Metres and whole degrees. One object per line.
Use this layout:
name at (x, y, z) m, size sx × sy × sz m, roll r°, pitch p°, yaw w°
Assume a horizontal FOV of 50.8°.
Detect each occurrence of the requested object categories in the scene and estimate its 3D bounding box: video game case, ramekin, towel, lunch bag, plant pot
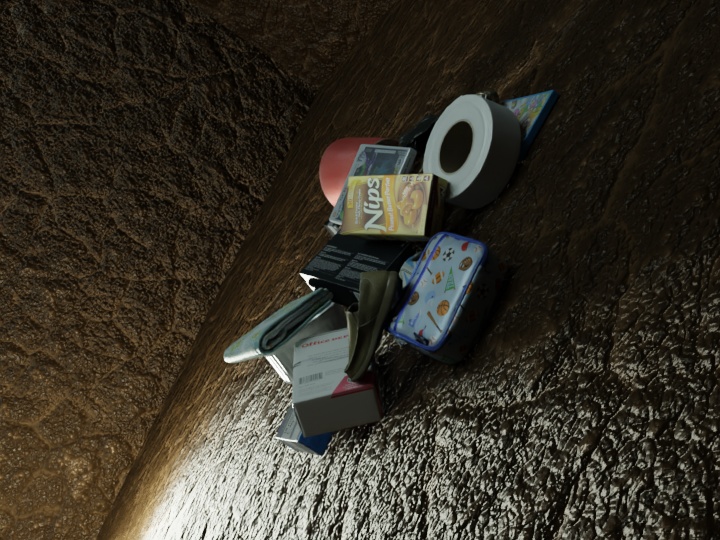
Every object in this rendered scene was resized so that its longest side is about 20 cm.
video game case at (0.021, -0.171, 1.556) m, size 0.200 × 0.023 × 0.182 m, roll 20°, pitch 87°, yaw 58°
ramekin at (-0.105, 0.149, 1.582) m, size 0.200 × 0.098 × 0.200 m, roll -32°, pitch 6°, yaw 4°
towel at (-0.159, 0.112, 1.485) m, size 0.200 × 0.048 × 0.171 m, roll -36°, pitch 5°, yaw -34°
lunch bag at (0.129, 0.042, 1.190) m, size 0.160 × 0.075 × 0.200 m, roll 24°, pitch 83°, yaw 54°
plant pot at (0.024, -0.241, 1.862) m, size 0.177 × 0.200 × 0.201 m, roll -1°, pitch 58°, yaw 58°
video game case at (0.286, -0.267, 1.439) m, size 0.143 × 0.018 × 0.200 m, roll -60°, pitch 17°, yaw -3°

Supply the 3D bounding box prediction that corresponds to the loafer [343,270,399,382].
loafer at (0.007, 0.086, 1.237) m, size 0.076 × 0.067 × 0.201 m, roll -52°, pitch -19°, yaw -75°

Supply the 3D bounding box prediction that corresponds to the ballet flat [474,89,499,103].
ballet flat at (0.230, -0.297, 1.574) m, size 0.065 × 0.071 × 0.200 m, roll -42°, pitch -6°, yaw -41°

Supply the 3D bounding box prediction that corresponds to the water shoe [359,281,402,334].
water shoe at (0.035, 0.061, 1.348) m, size 0.200 × 0.079 × 0.072 m, roll 82°, pitch -177°, yaw -64°

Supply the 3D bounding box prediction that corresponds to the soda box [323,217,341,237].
soda box at (0.004, -0.086, 1.626) m, size 0.063 × 0.071 × 0.200 m, roll -46°, pitch 27°, yaw -17°

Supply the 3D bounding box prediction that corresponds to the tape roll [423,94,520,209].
tape roll at (0.201, -0.219, 1.397) m, size 0.202 × 0.071 × 0.203 m, roll -33°, pitch 51°, yaw 51°

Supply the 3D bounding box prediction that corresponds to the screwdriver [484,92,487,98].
screwdriver at (0.229, -0.252, 1.465) m, size 0.029 × 0.028 × 0.201 m, roll -9°, pitch 69°, yaw 42°

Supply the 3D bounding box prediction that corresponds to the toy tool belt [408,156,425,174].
toy tool belt at (0.108, -0.171, 1.573) m, size 0.200 × 0.124 × 0.123 m, roll -169°, pitch 89°, yaw -78°

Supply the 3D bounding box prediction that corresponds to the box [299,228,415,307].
box at (0.000, 0.000, 1.497) m, size 0.200 × 0.079 × 0.141 m, roll 16°, pitch 58°, yaw 46°

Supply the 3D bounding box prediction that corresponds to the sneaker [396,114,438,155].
sneaker at (0.139, -0.314, 1.858) m, size 0.200 × 0.060 × 0.104 m, roll -43°, pitch 18°, yaw 33°

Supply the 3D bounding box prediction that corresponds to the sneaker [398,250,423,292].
sneaker at (0.113, 0.020, 1.343) m, size 0.073 × 0.072 × 0.200 m, roll -60°, pitch 17°, yaw 16°

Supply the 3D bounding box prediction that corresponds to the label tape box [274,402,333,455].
label tape box at (-0.106, 0.286, 1.520) m, size 0.200 × 0.063 × 0.145 m, roll -20°, pitch 41°, yaw 64°

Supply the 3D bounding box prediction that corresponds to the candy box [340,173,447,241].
candy box at (0.060, -0.117, 1.413) m, size 0.200 × 0.055 × 0.116 m, roll 4°, pitch 83°, yaw 39°

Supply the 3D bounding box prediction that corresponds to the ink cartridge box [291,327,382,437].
ink cartridge box at (-0.043, 0.193, 1.355) m, size 0.145 × 0.085 × 0.200 m, roll -13°, pitch 28°, yaw 3°
